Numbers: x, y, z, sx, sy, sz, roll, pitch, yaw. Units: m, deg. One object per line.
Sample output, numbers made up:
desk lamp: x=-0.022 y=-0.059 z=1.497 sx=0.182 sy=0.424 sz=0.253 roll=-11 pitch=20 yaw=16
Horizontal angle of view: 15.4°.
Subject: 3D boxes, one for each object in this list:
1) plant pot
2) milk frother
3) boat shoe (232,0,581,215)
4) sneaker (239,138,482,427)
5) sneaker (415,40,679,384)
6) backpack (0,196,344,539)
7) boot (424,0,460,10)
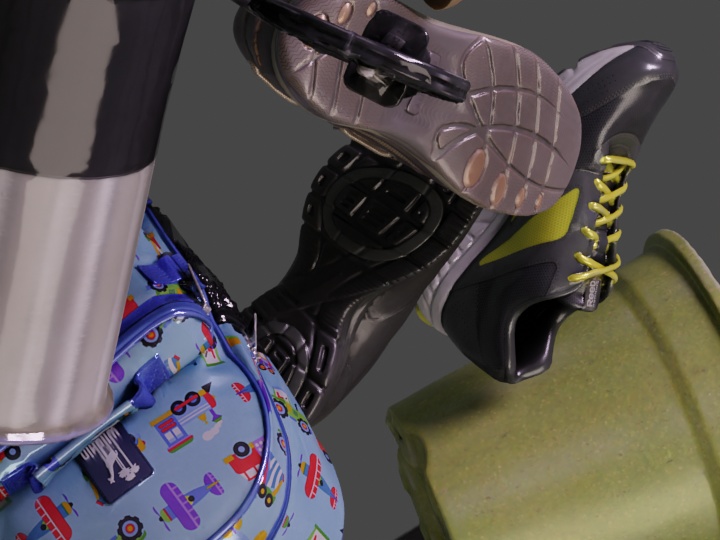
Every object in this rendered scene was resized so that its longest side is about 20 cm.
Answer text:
plant pot: x=0.120 y=0.102 z=1.464 sx=0.184 sy=0.201 sz=0.201 roll=-21 pitch=146 yaw=-6
milk frother: x=-0.083 y=-0.031 z=1.021 sx=0.180 sy=0.200 sz=0.189 roll=-17 pitch=127 yaw=-54
boat shoe: x=0.024 y=-0.085 z=1.203 sx=0.200 sy=0.073 sz=0.075 roll=29 pitch=90 yaw=-44
sneaker: x=0.000 y=0.000 z=1.310 sx=0.200 sy=0.076 sz=0.091 roll=-50 pitch=166 yaw=11
sneaker: x=0.111 y=-0.027 z=1.364 sx=0.074 sy=0.085 sz=0.200 roll=1 pitch=131 yaw=-47
backpack: x=-0.113 y=0.082 z=1.163 sx=0.182 sy=0.200 sz=0.135 roll=-34 pitch=148 yaw=-6
boot: x=0.104 y=-0.201 z=1.139 sx=0.154 sy=0.074 sz=0.201 roll=-9 pitch=135 yaw=-33
